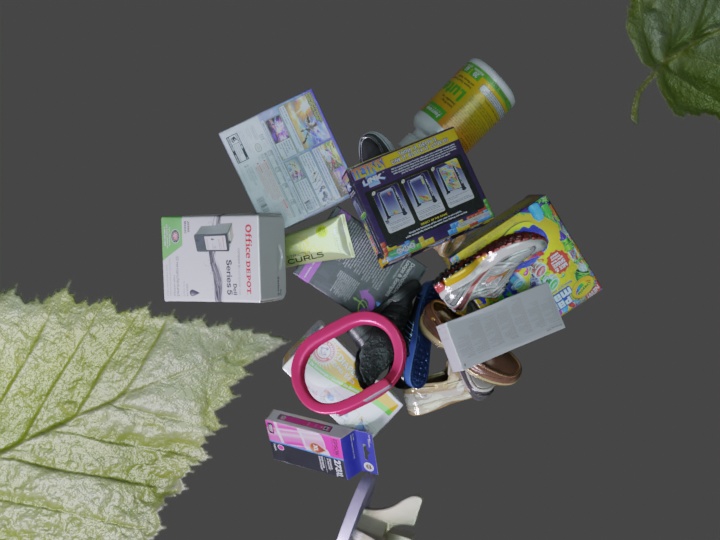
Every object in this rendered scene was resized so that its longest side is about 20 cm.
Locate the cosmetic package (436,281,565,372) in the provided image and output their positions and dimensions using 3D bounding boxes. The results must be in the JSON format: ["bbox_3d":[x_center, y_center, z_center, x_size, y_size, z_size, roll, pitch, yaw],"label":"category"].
[{"bbox_3d":[0.229,0.093,1.582,0.198,0.051,0.083,-20,84,-18],"label":"cosmetic package"}]

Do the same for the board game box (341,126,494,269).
[{"bbox_3d":[0.092,-0.118,1.565,0.198,0.057,0.167,-22,82,-13],"label":"board game box"}]

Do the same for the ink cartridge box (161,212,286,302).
[{"bbox_3d":[-0.232,-0.022,1.635,0.198,0.084,0.147,0,93,26],"label":"ink cartridge box"}]

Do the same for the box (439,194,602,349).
[{"bbox_3d":[0.278,0.002,1.694,0.199,0.122,0.194,-34,96,-1],"label":"box"}]

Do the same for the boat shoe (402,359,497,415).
[{"bbox_3d":[0.168,0.192,1.721,0.198,0.074,0.070,-22,100,-2],"label":"boat shoe"}]

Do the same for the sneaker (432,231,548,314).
[{"bbox_3d":[0.222,0.001,1.598,0.199,0.078,0.083,-31,99,9],"label":"sneaker"}]

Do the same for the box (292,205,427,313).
[{"bbox_3d":[0.000,0.000,1.718,0.199,0.036,0.144,34,91,-4],"label":"box"}]

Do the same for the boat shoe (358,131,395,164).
[{"bbox_3d":[0.032,-0.141,1.618,0.069,0.066,0.202,-17,81,28],"label":"boat shoe"}]

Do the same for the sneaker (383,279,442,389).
[{"bbox_3d":[0.091,0.111,1.715,0.070,0.077,0.202,32,66,-40],"label":"sneaker"}]

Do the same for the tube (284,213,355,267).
[{"bbox_3d":[-0.112,-0.039,1.676,0.198,0.052,0.058,-13,139,11],"label":"tube"}]

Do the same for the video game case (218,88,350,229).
[{"bbox_3d":[-0.124,-0.187,1.693,0.180,0.045,0.202,-25,95,-1],"label":"video game case"}]

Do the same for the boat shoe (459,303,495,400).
[{"bbox_3d":[0.182,0.134,1.692,0.066,0.057,0.202,-9,60,-13],"label":"boat shoe"}]

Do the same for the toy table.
[{"bbox_3d":[0.028,0.469,1.690,0.116,0.184,0.202,18,101,12],"label":"toy table"}]

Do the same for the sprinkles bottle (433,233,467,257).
[{"bbox_3d":[0.094,-0.110,1.659,0.068,0.068,0.200,-46,66,0],"label":"sprinkles bottle"}]

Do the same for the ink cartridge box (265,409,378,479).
[{"bbox_3d":[-0.068,0.304,1.668,0.198,0.037,0.096,8,125,25],"label":"ink cartridge box"}]

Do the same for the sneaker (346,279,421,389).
[{"bbox_3d":[0.053,0.108,1.650,0.199,0.060,0.105,-36,84,-26],"label":"sneaker"}]

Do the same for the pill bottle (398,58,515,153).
[{"bbox_3d":[0.162,-0.259,1.675,0.200,0.111,0.111,-45,95,0],"label":"pill bottle"}]

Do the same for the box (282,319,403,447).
[{"bbox_3d":[-0.034,0.194,1.689,0.200,0.112,0.101,45,89,-4],"label":"box"}]

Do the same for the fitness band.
[{"bbox_3d":[-0.019,0.152,1.586,0.199,0.037,0.145,-28,70,9],"label":"fitness band"}]

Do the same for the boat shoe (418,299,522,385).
[{"bbox_3d":[0.186,0.120,1.626,0.199,0.068,0.072,35,60,14],"label":"boat shoe"}]
